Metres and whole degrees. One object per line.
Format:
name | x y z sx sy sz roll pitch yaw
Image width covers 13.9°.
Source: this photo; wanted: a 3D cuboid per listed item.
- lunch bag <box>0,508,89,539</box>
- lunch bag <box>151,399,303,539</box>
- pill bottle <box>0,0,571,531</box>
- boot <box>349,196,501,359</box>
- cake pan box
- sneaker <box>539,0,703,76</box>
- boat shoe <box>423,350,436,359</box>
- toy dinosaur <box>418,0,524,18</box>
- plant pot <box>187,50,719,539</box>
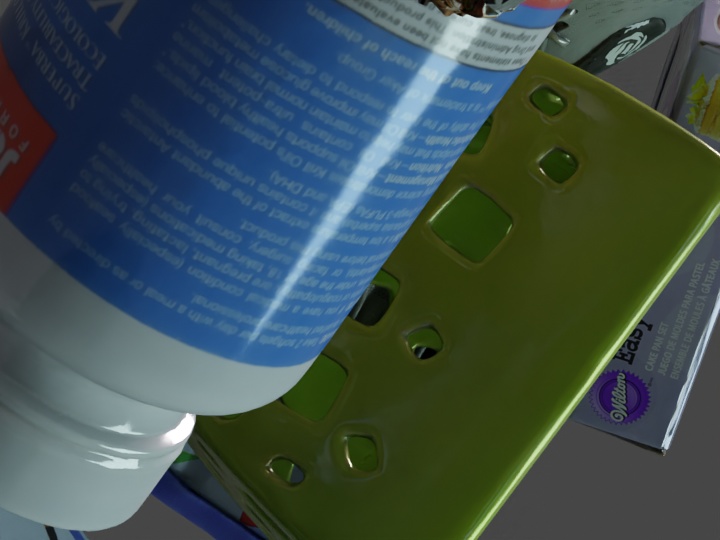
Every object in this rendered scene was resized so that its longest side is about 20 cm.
lunch bag | -0.141 0.139 0.857 0.075 0.160 0.200 -28 -166 43
lunch bag | -0.024 0.039 1.315 0.200 0.170 0.124 -53 175 -34
pill bottle | -0.037 -0.037 0.714 0.200 0.112 0.112 -55 176 20
boot | -0.038 0.019 1.193 0.200 0.130 0.068 -53 177 6
cake pan box | 0.146 -0.048 1.277 0.200 0.052 0.185 -70 179 -62
sneaker | 0.062 -0.113 1.080 0.199 0.075 0.116 8 136 -41
boat shoe | 0.065 0.023 1.250 0.071 0.070 0.201 -27 -146 46
toy dinosaur | 0.045 -0.139 0.557 0.200 0.136 0.102 -53 176 21
plant pot | 0.000 0.000 1.074 0.200 0.181 0.199 -51 176 -7
